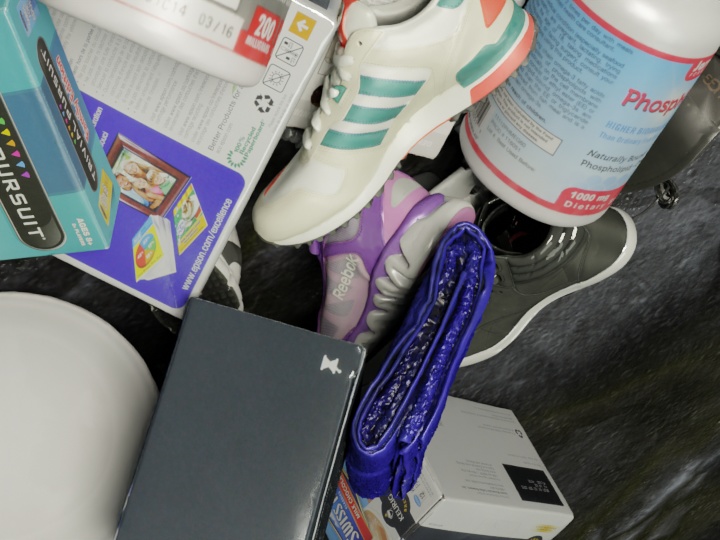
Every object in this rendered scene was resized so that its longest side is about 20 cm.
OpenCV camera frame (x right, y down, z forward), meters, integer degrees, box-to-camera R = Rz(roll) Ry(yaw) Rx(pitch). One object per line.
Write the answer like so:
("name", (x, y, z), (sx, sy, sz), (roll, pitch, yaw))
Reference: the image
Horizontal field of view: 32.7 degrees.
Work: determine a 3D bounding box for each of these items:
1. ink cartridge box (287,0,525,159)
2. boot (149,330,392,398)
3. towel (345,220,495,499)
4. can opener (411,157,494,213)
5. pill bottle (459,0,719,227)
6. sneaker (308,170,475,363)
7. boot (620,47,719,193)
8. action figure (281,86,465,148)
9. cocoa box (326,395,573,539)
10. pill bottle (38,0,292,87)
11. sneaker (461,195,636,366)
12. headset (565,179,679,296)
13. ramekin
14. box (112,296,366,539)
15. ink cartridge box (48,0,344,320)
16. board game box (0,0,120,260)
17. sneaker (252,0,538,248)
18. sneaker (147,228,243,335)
("ink cartridge box", (0.022, -0.172, 0.707), (0.159, 0.050, 0.202), (8, 125, -35))
("boot", (-0.063, 0.061, 0.930), (0.197, 0.066, 0.166), (-7, 136, -22))
("towel", (0.040, 0.069, 0.770), (0.149, 0.049, 0.200), (-62, 173, -16))
("can opener", (0.087, -0.075, 0.881), (0.199, 0.067, 0.053), (-35, 146, -8))
("pill bottle", (0.145, -0.131, 0.716), (0.107, 0.110, 0.201), (-2, 139, -32))
("sneaker", (0.000, 0.000, 0.825), (0.080, 0.088, 0.201), (-42, 168, -42))
("boot", (0.267, -0.135, 0.896), (0.199, 0.070, 0.173), (-38, 172, 34))
("action figure", (-0.014, -0.110, 0.774), (0.197, 0.055, 0.119), (-5, 139, -25))
("cocoa box", (0.069, 0.205, 1.119), (0.198, 0.134, 0.131), (17, 123, -45))
("pill bottle", (-0.061, -0.195, 0.542), (0.113, 0.113, 0.203), (16, 99, -44))
("sneaker", (0.091, 0.001, 0.880), (0.199, 0.072, 0.098), (-35, 141, 31))
("headset", (0.150, -0.045, 0.963), (0.196, 0.095, 0.124), (-13, 142, 2))
("ramekin", (-0.226, 0.122, 0.781), (0.199, 0.205, 0.095), (-14, 153, -20))
("box", (-0.066, 0.122, 0.743), (0.105, 0.151, 0.200), (16, 165, 2))
("ink cartridge box", (-0.139, -0.100, 0.655), (0.198, 0.044, 0.200), (26, 114, -11))
("board game box", (-0.236, -0.068, 0.600), (0.196, 0.047, 0.152), (-6, 137, 7))
("sneaker", (0.000, -0.103, 0.685), (0.199, 0.071, 0.093), (-39, 119, 9))
("sneaker", (-0.127, -0.052, 0.758), (0.072, 0.081, 0.202), (-11, 129, 12))
